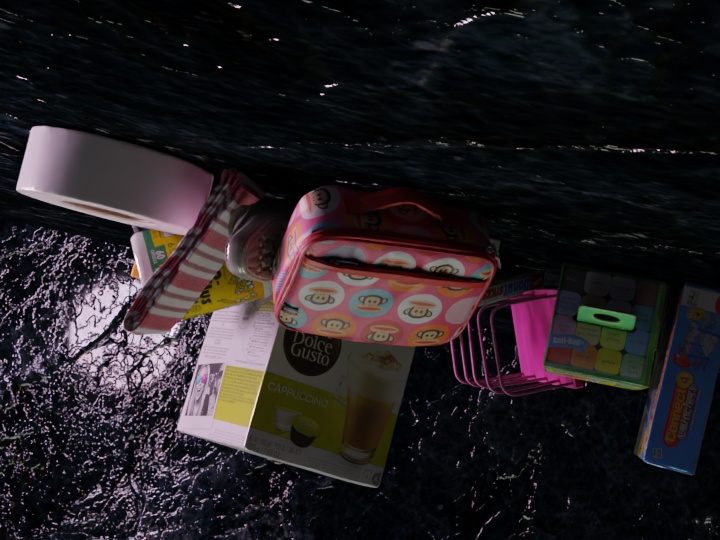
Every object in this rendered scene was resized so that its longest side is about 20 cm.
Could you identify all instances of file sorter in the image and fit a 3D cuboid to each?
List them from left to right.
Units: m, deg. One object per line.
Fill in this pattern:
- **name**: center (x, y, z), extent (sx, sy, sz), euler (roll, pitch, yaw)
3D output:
- **file sorter**: center (0.218, 0.104, 1.726), extent (0.124, 0.140, 0.200), euler (-9, -179, -14)

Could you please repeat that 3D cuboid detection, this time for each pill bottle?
- **pill bottle**: center (-0.162, -0.012, 1.400), extent (0.199, 0.114, 0.113), euler (-14, -179, -10)

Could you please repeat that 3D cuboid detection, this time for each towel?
- **towel**: center (-0.175, -0.015, 1.264), extent (0.030, 0.200, 0.146), euler (37, 179, 8)

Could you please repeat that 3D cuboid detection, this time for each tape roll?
- **tape roll**: center (-0.262, -0.094, 1.276), extent (0.201, 0.071, 0.202), euler (13, 175, 1)

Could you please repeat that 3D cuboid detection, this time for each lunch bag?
- **lunch bag**: center (0.025, -0.010, 1.118), extent (0.198, 0.082, 0.177), euler (7, 139, -17)

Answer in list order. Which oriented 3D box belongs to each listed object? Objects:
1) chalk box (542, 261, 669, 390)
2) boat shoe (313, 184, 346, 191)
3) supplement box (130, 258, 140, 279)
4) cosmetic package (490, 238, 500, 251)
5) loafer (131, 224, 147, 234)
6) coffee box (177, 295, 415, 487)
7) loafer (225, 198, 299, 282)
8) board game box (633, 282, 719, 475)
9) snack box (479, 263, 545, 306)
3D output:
- **chalk box**: center (0.281, 0.067, 1.368), extent (0.123, 0.125, 0.200), euler (12, 176, 12)
- **boat shoe**: center (-0.034, -0.007, 1.223), extent (0.070, 0.070, 0.200), euler (12, 147, -3)
- **supplement box**: center (-0.226, -0.029, 1.628), extent (0.073, 0.127, 0.200), euler (17, 178, 15)
- **cosmetic package**: center (0.046, -0.031, 1.302), extent (0.198, 0.051, 0.083), euler (13, 175, -5)
- **loafer**: center (-0.244, -0.032, 1.496), extent (0.063, 0.201, 0.072), euler (-22, 160, -5)
- **coffee box**: center (-0.081, 0.145, 1.509), extent (0.199, 0.199, 0.200), euler (22, 168, -29)
- **loafer**: center (-0.104, -0.034, 1.205), extent (0.069, 0.070, 0.200), euler (9, -168, 11)
- **board game box**: center (0.366, 0.124, 1.350), extent (0.055, 0.202, 0.196), euler (14, 176, 11)
- **snack box**: center (0.152, 0.015, 1.425), extent (0.071, 0.025, 0.200), euler (10, -169, 30)
